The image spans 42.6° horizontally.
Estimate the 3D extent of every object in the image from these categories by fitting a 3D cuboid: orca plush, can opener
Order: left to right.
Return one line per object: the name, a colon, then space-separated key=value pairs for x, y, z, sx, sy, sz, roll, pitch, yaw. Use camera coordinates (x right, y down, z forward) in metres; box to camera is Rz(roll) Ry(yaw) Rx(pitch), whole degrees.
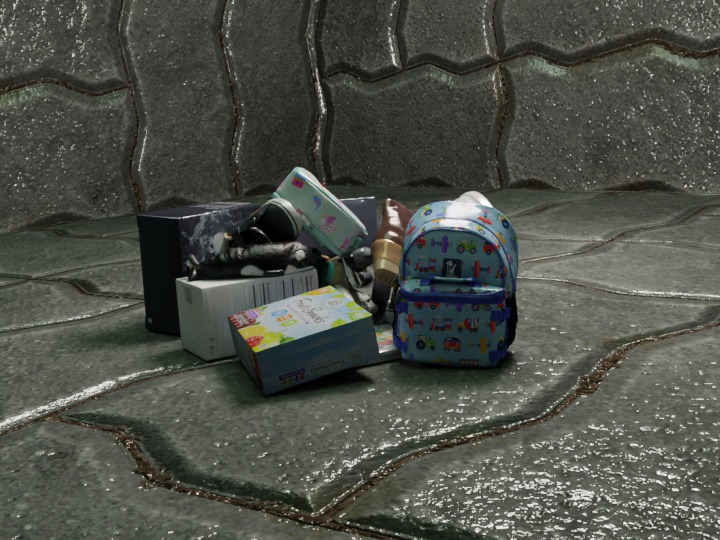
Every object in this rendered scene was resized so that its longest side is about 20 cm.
orca plush: x=-0.169 y=-0.032 z=1.415 sx=0.195 sy=0.073 sz=0.105 roll=-2 pitch=11 yaw=5
can opener: x=0.000 y=0.000 z=1.541 sx=0.065 sy=0.054 sz=0.200 roll=-24 pitch=-4 yaw=3

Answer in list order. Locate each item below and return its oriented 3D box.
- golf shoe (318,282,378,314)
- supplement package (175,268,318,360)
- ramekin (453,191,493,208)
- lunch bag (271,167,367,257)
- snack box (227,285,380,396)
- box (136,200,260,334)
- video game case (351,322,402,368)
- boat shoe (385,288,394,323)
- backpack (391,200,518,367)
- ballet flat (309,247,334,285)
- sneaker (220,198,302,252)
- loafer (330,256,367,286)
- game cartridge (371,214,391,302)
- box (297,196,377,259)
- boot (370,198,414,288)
golf shoe: x=-0.013 y=0.056 z=1.512 sx=0.095 sy=0.080 sz=0.200 roll=2 pitch=9 yaw=-11
supplement package: x=-0.173 y=0.059 z=1.438 sx=0.197 sy=0.112 sz=0.113 roll=-10 pitch=12 yaw=-31
ramekin: x=0.178 y=-0.026 z=1.577 sx=0.092 sy=0.207 sz=0.202 roll=-16 pitch=13 yaw=-12
lunch bag: x=-0.061 y=-0.087 z=1.529 sx=0.077 sy=0.160 sz=0.200 roll=-46 pitch=-6 yaw=4
snack box: x=-0.083 y=0.091 z=1.278 sx=0.165 sy=0.069 sz=0.200 roll=-16 pitch=16 yaw=-14
box: x=-0.271 y=-0.009 z=1.601 sx=0.116 sy=0.201 sz=0.198 roll=6 pitch=14 yaw=38
video game case: x=0.018 y=0.108 z=1.363 sx=0.196 sy=0.018 sz=0.143 roll=-9 pitch=12 yaw=-25
boat shoe: x=0.077 y=0.041 z=1.563 sx=0.070 sy=0.073 sz=0.200 roll=-3 pitch=10 yaw=4
backpack: x=0.132 y=0.014 z=1.273 sx=0.179 sy=0.204 sz=0.135 roll=7 pitch=21 yaw=11
ballet flat: x=-0.092 y=-0.003 z=1.578 sx=0.062 sy=0.070 sz=0.200 roll=12 pitch=-5 yaw=9
sneaker: x=-0.163 y=-0.052 z=1.481 sx=0.079 sy=0.079 sz=0.199 roll=-42 pitch=9 yaw=-29
loafer: x=-0.052 y=0.015 z=1.775 sx=0.074 sy=0.070 sz=0.199 roll=4 pitch=-11 yaw=-28
game cartridge: x=0.043 y=-0.014 z=1.632 sx=0.040 sy=0.136 sz=0.200 roll=4 pitch=-10 yaw=0
box: x=-0.072 y=-0.069 z=1.915 sx=0.192 sy=0.120 sz=0.200 roll=-5 pitch=-8 yaw=-8
boot: x=0.108 y=-0.017 z=1.491 sx=0.198 sy=0.072 sz=0.168 roll=30 pitch=43 yaw=-18
